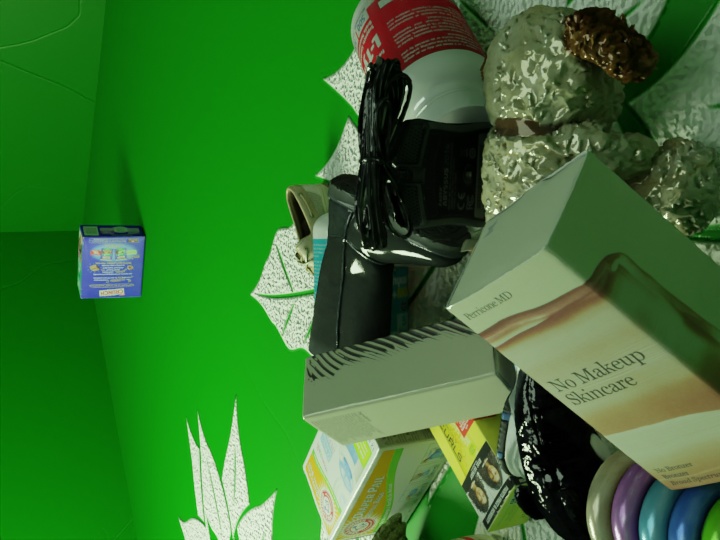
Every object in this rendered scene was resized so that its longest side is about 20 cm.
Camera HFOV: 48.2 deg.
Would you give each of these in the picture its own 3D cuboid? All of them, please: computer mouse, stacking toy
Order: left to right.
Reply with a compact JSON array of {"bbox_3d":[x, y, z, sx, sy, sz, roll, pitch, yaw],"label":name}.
[{"bbox_3d":[0.056,-0.084,0.643,0.053,0.200,0.139,8,95,41],"label":"computer mouse"},{"bbox_3d":[0.242,0.171,0.507,0.200,0.085,0.086,0,92,59],"label":"stacking toy"}]

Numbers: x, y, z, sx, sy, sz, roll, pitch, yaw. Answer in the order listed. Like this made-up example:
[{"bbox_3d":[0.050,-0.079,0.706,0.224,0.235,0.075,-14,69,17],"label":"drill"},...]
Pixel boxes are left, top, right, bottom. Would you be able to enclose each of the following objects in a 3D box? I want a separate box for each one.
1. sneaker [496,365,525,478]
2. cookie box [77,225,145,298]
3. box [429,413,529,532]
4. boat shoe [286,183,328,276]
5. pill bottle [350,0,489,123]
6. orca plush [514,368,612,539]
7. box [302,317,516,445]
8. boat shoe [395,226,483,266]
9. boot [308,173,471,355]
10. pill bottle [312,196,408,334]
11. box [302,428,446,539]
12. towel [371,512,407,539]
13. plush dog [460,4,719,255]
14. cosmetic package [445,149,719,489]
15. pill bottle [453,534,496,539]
[{"bbox_3d":[0.170,0.079,0.666,0.077,0.076,0.201,10,99,31],"label":"sneaker"},{"bbox_3d":[-0.704,-0.024,2.268,0.075,0.171,0.201,-125,41,-51],"label":"cookie box"},{"bbox_3d":[0.109,0.150,0.796,0.200,0.050,0.075,61,144,42],"label":"box"},{"bbox_3d":[-0.060,-0.026,1.099,0.072,0.065,0.201,-40,57,58],"label":"boat shoe"},{"bbox_3d":[0.065,-0.183,0.764,0.112,0.112,0.200,114,149,-42],"label":"pill bottle"},{"bbox_3d":[0.165,0.148,0.599,0.071,0.105,0.201,-62,-36,-73],"label":"orca plush"},{"bbox_3d":[0.048,0.104,0.758,0.199,0.082,0.069,-17,52,24],"label":"box"},{"bbox_3d":[0.082,-0.048,0.807,0.200,0.074,0.061,-26,69,58],"label":"boat shoe"},{"bbox_3d":[0.022,0.026,0.790,0.165,0.066,0.201,32,124,37],"label":"boot"},{"bbox_3d":[0.000,0.000,0.932,0.111,0.110,0.201,6,98,63],"label":"pill bottle"},{"bbox_3d":[0.017,0.210,0.928,0.113,0.101,0.200,65,146,38],"label":"box"},{"bbox_3d":[0.008,0.379,0.881,0.036,0.200,0.149,6,115,23],"label":"towel"},{"bbox_3d":[0.135,-0.101,0.580,0.200,0.160,0.172,16,118,63],"label":"plush dog"},{"bbox_3d":[0.166,0.037,0.495,0.103,0.200,0.087,-40,14,54],"label":"cosmetic package"},{"bbox_3d":[0.048,0.321,0.752,0.112,0.199,0.113,10,101,63],"label":"pill bottle"}]
